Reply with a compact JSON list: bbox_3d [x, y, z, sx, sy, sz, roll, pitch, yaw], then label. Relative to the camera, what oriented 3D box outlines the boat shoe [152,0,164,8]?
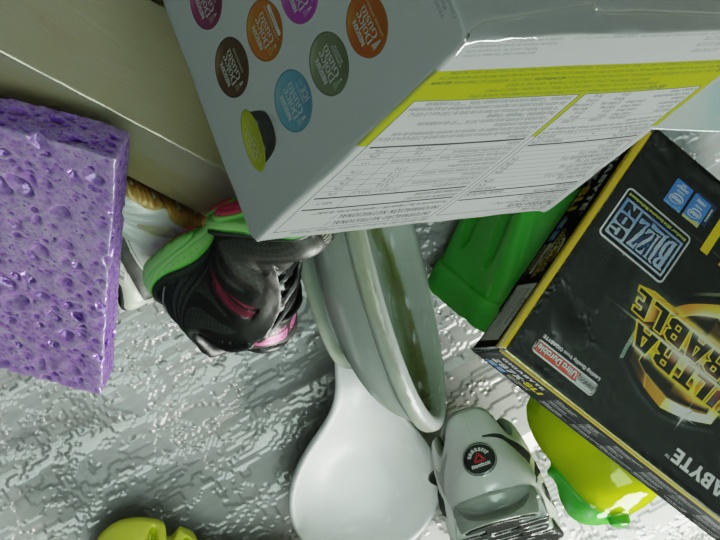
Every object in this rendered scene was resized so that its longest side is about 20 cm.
[{"bbox_3d":[-0.092,-0.181,1.247,0.073,0.063,0.201,-23,124,-4],"label":"boat shoe"}]

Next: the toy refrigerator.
[{"bbox_3d":[-0.128,-0.103,1.255,0.200,0.070,0.076,27,63,-18],"label":"toy refrigerator"}]

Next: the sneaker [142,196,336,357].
[{"bbox_3d":[-0.052,-0.001,1.208,0.077,0.200,0.084,-30,90,-25],"label":"sneaker"}]

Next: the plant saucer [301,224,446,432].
[{"bbox_3d":[0.000,0.000,1.280,0.050,0.200,0.200,-14,115,10],"label":"plant saucer"}]

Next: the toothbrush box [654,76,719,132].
[{"bbox_3d":[0.203,-0.138,1.297,0.200,0.146,0.085,2,110,-15],"label":"toothbrush box"}]

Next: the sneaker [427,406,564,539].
[{"bbox_3d":[0.082,0.132,1.388,0.074,0.200,0.089,-16,73,-3],"label":"sneaker"}]

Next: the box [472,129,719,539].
[{"bbox_3d":[0.188,0.039,1.275,0.200,0.049,0.160,39,75,-13],"label":"box"}]

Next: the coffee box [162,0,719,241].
[{"bbox_3d":[0.039,-0.150,1.099,0.200,0.200,0.198,-7,158,-37],"label":"coffee box"}]

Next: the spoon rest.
[{"bbox_3d":[-0.003,0.096,1.392,0.099,0.061,0.200,-11,113,-9],"label":"spoon rest"}]

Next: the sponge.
[{"bbox_3d":[-0.191,-0.013,1.254,0.112,0.030,0.200,14,136,4],"label":"sponge"}]

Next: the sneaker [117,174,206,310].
[{"bbox_3d":[-0.188,-0.042,1.284,0.200,0.076,0.088,29,111,-17],"label":"sneaker"}]

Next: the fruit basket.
[{"bbox_3d":[0.149,0.046,1.353,0.216,0.156,0.216,-3,105,-13],"label":"fruit basket"}]

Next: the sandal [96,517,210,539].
[{"bbox_3d":[-0.072,0.219,1.402,0.200,0.087,0.079,9,140,-13],"label":"sandal"}]
